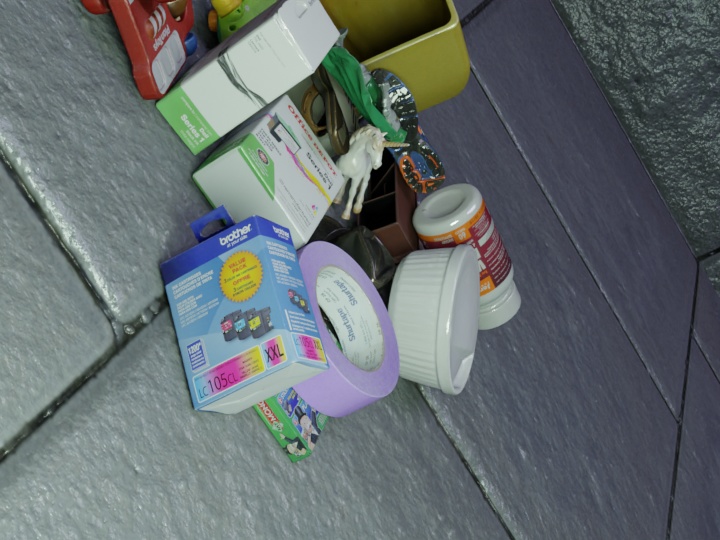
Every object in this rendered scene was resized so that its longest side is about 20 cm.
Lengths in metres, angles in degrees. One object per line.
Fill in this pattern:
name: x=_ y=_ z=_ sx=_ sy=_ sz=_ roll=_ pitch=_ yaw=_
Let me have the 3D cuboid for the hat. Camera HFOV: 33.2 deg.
hat: x=0.000 y=0.000 z=1.623 sx=0.200 sy=0.080 sz=0.203 roll=43 pitch=32 yaw=-36

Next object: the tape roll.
tape roll: x=-0.035 y=0.069 z=1.447 sx=0.200 sy=0.065 sz=0.202 roll=42 pitch=33 yaw=-35

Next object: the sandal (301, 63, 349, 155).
sandal: x=-0.056 y=-0.221 z=1.621 sx=0.082 sy=0.054 sz=0.202 roll=67 pitch=3 yaw=-47

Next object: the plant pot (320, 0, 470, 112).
plant pot: x=0.061 y=-0.339 z=1.806 sx=0.200 sy=0.193 sz=0.197 roll=54 pitch=18 yaw=-56

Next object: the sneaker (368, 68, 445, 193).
sneaker: x=0.054 y=-0.203 z=1.742 sx=0.202 sy=0.074 sz=0.079 roll=64 pitch=0 yaw=-32

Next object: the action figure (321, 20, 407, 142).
action figure: x=0.007 y=-0.241 z=1.618 sx=0.201 sy=0.055 sz=0.118 roll=53 pitch=-7 yaw=-37

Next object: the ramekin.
ramekin: x=0.100 y=0.064 z=1.656 sx=0.202 sy=0.093 sz=0.206 roll=5 pitch=90 yaw=-74

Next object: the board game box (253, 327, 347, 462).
board game box: x=-0.077 y=0.115 z=1.431 sx=0.135 sy=0.029 sz=0.200 roll=55 pitch=27 yaw=-13

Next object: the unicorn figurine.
unicorn figurine: x=-0.005 y=-0.142 z=1.663 sx=0.073 sy=0.139 sz=0.200 roll=18 pitch=15 yaw=-12

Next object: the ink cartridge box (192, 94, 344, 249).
ink cartridge box: x=-0.110 y=-0.116 z=1.526 sx=0.146 sy=0.083 sz=0.201 roll=55 pitch=26 yaw=-15

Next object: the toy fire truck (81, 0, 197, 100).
toy fire truck: x=-0.250 y=-0.321 z=1.466 sx=0.201 sy=0.110 sz=0.170 roll=-74 pitch=154 yaw=-54

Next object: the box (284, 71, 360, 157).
box: x=-0.071 y=-0.266 z=1.749 sx=0.068 sy=0.081 sz=0.203 roll=12 pitch=57 yaw=-60

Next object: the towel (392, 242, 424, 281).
towel: x=0.113 y=0.000 z=1.848 sx=0.200 sy=0.032 sz=0.193 roll=45 pitch=31 yaw=-34

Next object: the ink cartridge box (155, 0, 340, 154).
ink cartridge box: x=-0.134 y=-0.248 z=1.475 sx=0.085 sy=0.198 sz=0.147 roll=52 pitch=28 yaw=-17

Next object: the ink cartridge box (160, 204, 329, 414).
ink cartridge box: x=-0.130 y=0.034 z=1.289 sx=0.076 sy=0.135 sz=0.203 roll=24 pitch=45 yaw=-59

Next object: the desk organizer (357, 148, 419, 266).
desk organizer: x=0.039 y=-0.103 z=1.787 sx=0.202 sy=0.071 sz=0.077 roll=-90 pitch=156 yaw=-44

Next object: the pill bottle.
pill bottle: x=0.161 y=-0.018 z=1.775 sx=0.202 sy=0.108 sz=0.110 roll=62 pitch=23 yaw=-29

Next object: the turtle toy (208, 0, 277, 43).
turtle toy: x=-0.130 y=-0.351 z=1.666 sx=0.200 sy=0.100 sz=0.146 roll=-48 pitch=112 yaw=-30

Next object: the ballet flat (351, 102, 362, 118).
ballet flat: x=-0.015 y=-0.256 z=1.868 sx=0.071 sy=0.070 sz=0.200 roll=56 pitch=27 yaw=-12
